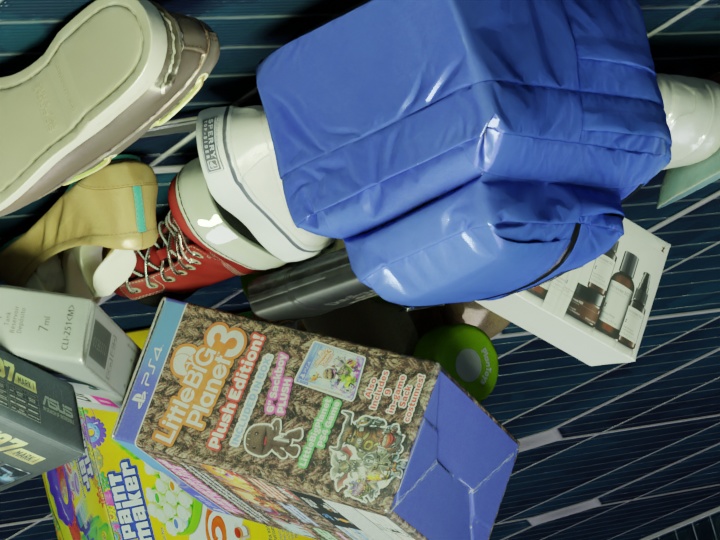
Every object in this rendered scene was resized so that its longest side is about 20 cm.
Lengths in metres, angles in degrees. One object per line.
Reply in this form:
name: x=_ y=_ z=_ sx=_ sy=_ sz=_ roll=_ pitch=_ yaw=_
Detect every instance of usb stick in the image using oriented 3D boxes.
usb stick: x=0.000 y=0.000 z=1.649 sx=0.055 sy=0.033 sz=0.200 roll=-2 pitch=172 yaw=-32

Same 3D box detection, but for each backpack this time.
backpack: x=0.066 y=-0.070 z=1.498 sx=0.162 sy=0.169 sz=0.199 roll=-17 pitch=173 yaw=38

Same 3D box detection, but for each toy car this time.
toy car: x=0.053 y=-0.005 z=1.890 sx=0.200 sy=0.158 sz=0.164 roll=-38 pitch=-162 yaw=-32

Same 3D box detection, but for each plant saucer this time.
plant saucer: x=0.267 y=-0.101 z=1.769 sx=0.200 sy=0.039 sz=0.201 roll=-27 pitch=178 yaw=-1

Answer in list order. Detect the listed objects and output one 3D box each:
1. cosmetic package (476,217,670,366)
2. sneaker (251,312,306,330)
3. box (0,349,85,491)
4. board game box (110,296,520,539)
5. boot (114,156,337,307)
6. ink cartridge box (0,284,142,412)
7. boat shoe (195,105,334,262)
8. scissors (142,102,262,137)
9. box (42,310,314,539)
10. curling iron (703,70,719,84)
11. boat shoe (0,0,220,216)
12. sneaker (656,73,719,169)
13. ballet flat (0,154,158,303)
cosmetic package: x=0.093 y=-0.021 z=1.701 sx=0.199 sy=0.083 sz=0.051 roll=28 pitch=159 yaw=-28
sneaker: x=0.021 y=0.024 z=2.034 sx=0.199 sy=0.076 sz=0.088 roll=-17 pitch=168 yaw=10
box: x=-0.276 y=0.087 z=1.612 sx=0.157 sy=0.051 sz=0.200 roll=-23 pitch=153 yaw=22
board game box: x=-0.025 y=0.107 z=1.761 sx=0.199 sy=0.097 sz=0.159 roll=13 pitch=164 yaw=26
boot: x=-0.111 y=-0.016 z=1.724 sx=0.143 sy=0.073 sz=0.200 roll=-18 pitch=171 yaw=15
ink cartridge box: x=-0.230 y=0.042 z=1.725 sx=0.172 sy=0.044 sz=0.200 roll=8 pitch=169 yaw=7
boat shoe: x=-0.033 y=-0.056 z=1.599 sx=0.065 sy=0.072 sz=0.200 roll=-11 pitch=162 yaw=14
scissors: x=-0.059 y=-0.092 z=1.594 sx=0.199 sy=0.014 sz=0.073 roll=-4 pitch=165 yaw=-39
box: x=-0.128 y=0.149 z=2.101 sx=0.192 sy=0.201 sz=0.122 roll=-9 pitch=166 yaw=-26
curling iron: x=0.214 y=-0.105 z=1.832 sx=0.049 sy=0.026 sz=0.200 roll=-11 pitch=167 yaw=-32
boat shoe: x=-0.154 y=-0.075 z=1.417 sx=0.200 sy=0.072 sz=0.059 roll=-32 pitch=157 yaw=34
sneaker: x=0.119 y=-0.086 z=1.737 sx=0.115 sy=0.074 sz=0.200 roll=13 pitch=156 yaw=-36
ballet flat: x=-0.173 y=-0.008 z=1.690 sx=0.068 sy=0.063 sz=0.200 roll=-10 pitch=166 yaw=-26
